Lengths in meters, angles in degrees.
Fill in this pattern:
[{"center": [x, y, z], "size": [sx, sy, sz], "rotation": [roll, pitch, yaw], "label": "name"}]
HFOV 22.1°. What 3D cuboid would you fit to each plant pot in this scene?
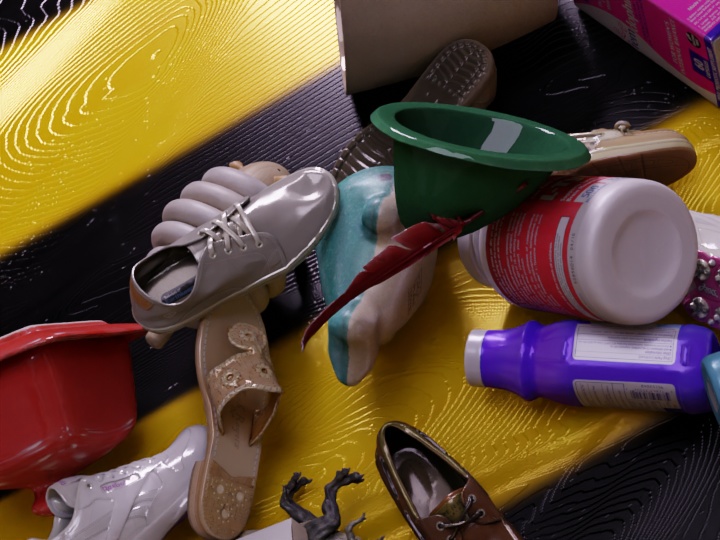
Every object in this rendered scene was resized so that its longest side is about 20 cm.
[{"center": [0.075, -0.264, 1.677], "size": [0.199, 0.188, 0.188], "rotation": [-6, 56, -1], "label": "plant pot"}]

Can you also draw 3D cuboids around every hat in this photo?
[{"center": [0.068, -0.029, 1.454], "size": [0.199, 0.177, 0.166], "rotation": [9, 17, -1], "label": "hat"}]

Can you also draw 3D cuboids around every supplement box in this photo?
[{"center": [0.280, -0.249, 1.628], "size": [0.103, 0.101, 0.200], "rotation": [-40, 54, -8], "label": "supplement box"}]

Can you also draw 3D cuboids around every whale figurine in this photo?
[{"center": [0.000, 0.000, 1.528], "size": [0.103, 0.160, 0.201], "rotation": [13, 48, 12], "label": "whale figurine"}]

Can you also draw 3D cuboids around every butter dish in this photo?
[{"center": [-0.272, 0.133, 1.542], "size": [0.199, 0.200, 0.149], "rotation": [-22, 83, 19], "label": "butter dish"}]

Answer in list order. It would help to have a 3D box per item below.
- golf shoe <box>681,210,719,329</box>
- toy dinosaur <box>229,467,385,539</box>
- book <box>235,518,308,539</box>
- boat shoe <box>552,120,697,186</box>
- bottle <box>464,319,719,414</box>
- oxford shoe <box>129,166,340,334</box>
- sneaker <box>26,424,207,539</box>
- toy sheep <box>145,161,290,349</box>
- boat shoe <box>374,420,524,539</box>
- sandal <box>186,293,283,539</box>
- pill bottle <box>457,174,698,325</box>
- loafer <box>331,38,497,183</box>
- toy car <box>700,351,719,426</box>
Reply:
[{"center": [0.268, -0.019, 1.514], "size": [0.091, 0.076, 0.200], "rotation": [-23, 42, -33], "label": "golf shoe"}, {"center": [-0.038, 0.206, 1.481], "size": [0.199, 0.047, 0.089], "rotation": [2, 66, 24], "label": "toy dinosaur"}, {"center": [-0.124, 0.290, 1.443], "size": [0.199, 0.048, 0.134], "rotation": [-25, 52, 17], "label": "book"}, {"center": [0.187, -0.097, 1.579], "size": [0.199, 0.073, 0.063], "rotation": [-9, 59, 15], "label": "boat shoe"}, {"center": [0.183, 0.074, 1.463], "size": [0.199, 0.084, 0.066], "rotation": [2, 71, 21], "label": "bottle"}, {"center": [-0.103, -0.020, 1.494], "size": [0.199, 0.058, 0.075], "rotation": [-33, 57, -5], "label": "oxford shoe"}, {"center": [-0.191, 0.183, 1.491], "size": [0.100, 0.075, 0.200], "rotation": [46, 52, -7], "label": "sneaker"}, {"center": [-0.120, -0.012, 1.594], "size": [0.137, 0.138, 0.201], "rotation": [18, 66, 28], "label": "toy sheep"}, {"center": [0.073, 0.197, 1.431], "size": [0.072, 0.068, 0.200], "rotation": [-39, 55, -10], "label": "boat shoe"}, {"center": [-0.088, 0.111, 1.488], "size": [0.069, 0.077, 0.213], "rotation": [-11, 68, 46], "label": "sandal"}, {"center": [0.166, -0.020, 1.474], "size": [0.112, 0.112, 0.200], "rotation": [-52, 26, -17], "label": "pill bottle"}, {"center": [0.054, -0.114, 1.644], "size": [0.200, 0.067, 0.076], "rotation": [-44, 55, 7], "label": "loafer"}, {"center": [0.354, 0.100, 1.290], "size": [0.183, 0.200, 0.178], "rotation": [-16, 82, 3], "label": "toy car"}]
